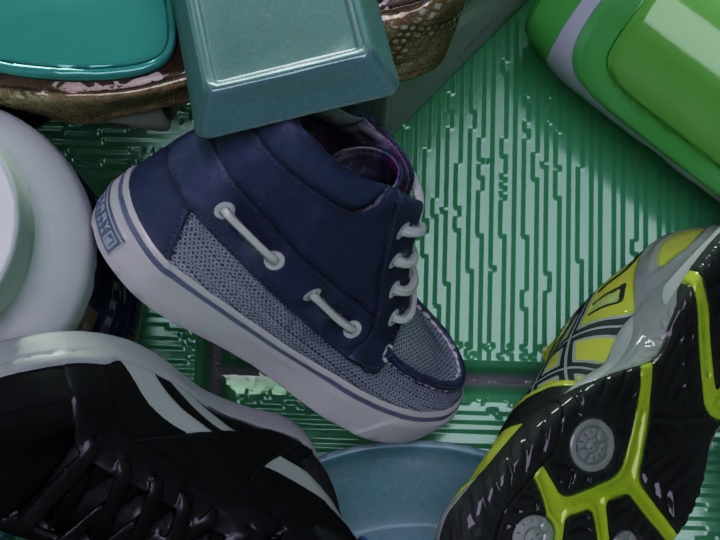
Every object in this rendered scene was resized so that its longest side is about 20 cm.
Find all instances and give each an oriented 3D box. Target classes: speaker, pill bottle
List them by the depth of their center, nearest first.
[{"bbox_3d":[-0.147,0.000,0.739,0.111,0.200,0.111,0,81,2],"label":"pill bottle"},{"bbox_3d":[0.167,-0.067,0.819,0.200,0.088,0.089,39,80,7],"label":"speaker"}]

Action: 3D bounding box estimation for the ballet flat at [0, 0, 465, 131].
[{"bbox_3d":[-0.058,-0.079,0.719,0.199,0.065,0.071,-6,53,5],"label":"ballet flat"}]

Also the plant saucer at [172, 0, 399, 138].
[{"bbox_3d":[-0.040,-0.135,0.703,0.070,0.019,0.200,-13,57,1],"label":"plant saucer"}]

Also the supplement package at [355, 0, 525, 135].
[{"bbox_3d":[-0.020,-0.175,0.820,0.200,0.120,0.121,43,82,8],"label":"supplement package"}]

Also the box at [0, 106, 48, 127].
[{"bbox_3d":[-0.186,-0.109,0.798,0.200,0.132,0.115,-33,81,-8],"label":"box"}]

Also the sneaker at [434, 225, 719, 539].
[{"bbox_3d":[0.097,0.058,0.781,0.200,0.076,0.075,-42,108,-26],"label":"sneaker"}]

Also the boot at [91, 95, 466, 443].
[{"bbox_3d":[0.000,0.000,0.744,0.090,0.200,0.073,-35,53,23],"label":"boot"}]

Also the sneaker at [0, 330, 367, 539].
[{"bbox_3d":[-0.060,0.090,0.689,0.073,0.200,0.112,-50,52,18],"label":"sneaker"}]

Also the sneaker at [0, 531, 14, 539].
[{"bbox_3d":[-0.229,0.117,0.782,0.200,0.078,0.091,-29,76,-8],"label":"sneaker"}]

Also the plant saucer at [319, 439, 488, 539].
[{"bbox_3d":[0.017,0.163,0.771,0.199,0.036,0.201,-2,60,4],"label":"plant saucer"}]
